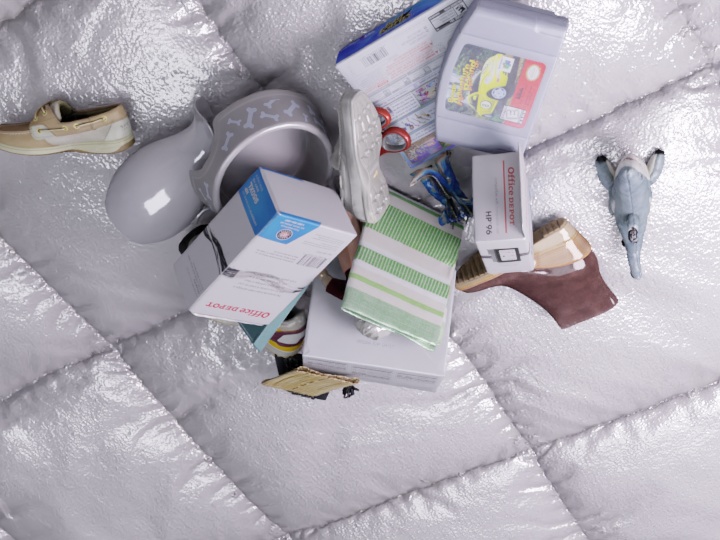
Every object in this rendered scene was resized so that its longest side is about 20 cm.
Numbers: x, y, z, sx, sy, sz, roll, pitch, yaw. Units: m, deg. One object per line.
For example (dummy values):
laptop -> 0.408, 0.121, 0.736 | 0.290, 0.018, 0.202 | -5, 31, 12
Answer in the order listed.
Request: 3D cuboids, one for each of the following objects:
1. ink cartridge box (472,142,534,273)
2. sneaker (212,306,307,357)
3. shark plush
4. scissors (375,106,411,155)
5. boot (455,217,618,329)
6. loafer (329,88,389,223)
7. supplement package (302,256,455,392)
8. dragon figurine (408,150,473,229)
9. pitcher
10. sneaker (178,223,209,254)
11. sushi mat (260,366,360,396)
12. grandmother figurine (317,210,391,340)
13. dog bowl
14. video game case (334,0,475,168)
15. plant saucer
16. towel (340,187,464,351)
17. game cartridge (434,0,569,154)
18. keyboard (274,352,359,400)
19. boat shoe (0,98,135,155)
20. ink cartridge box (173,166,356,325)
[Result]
ink cartridge box -> 0.183, -0.077, 1.473 | 0.067, 0.118, 0.200 | -4, 165, 11
sneaker -> -0.162, 0.042, 1.671 | 0.198, 0.075, 0.091 | 27, 135, 13
shark plush -> 0.354, -0.073, 1.535 | 0.090, 0.084, 0.202 | 4, 128, 3
scissors -> 0.001, -0.152, 1.534 | 0.073, 0.014, 0.200 | 34, 146, -11
boot -> 0.250, 0.028, 1.634 | 0.198, 0.073, 0.167 | -25, 119, 20
loafer -> -0.010, -0.146, 1.475 | 0.069, 0.070, 0.202 | 17, 136, 25
supplement package -> 0.025, 0.073, 1.626 | 0.197, 0.158, 0.111 | 8, 162, 0
dragon figurine -> 0.116, -0.099, 1.507 | 0.058, 0.200, 0.100 | -31, 90, 11
pitcher -> -0.234, -0.114, 1.562 | 0.199, 0.122, 0.171 | -38, 122, 17
sneaker -> -0.160, -0.050, 1.635 | 0.197, 0.106, 0.076 | -9, 102, -20
sushi mat -> -0.076, 0.163, 1.680 | 0.095, 0.012, 0.200 | 15, 164, -17
grandmother figurine -> 0.000, 0.000, 1.559 | 0.120, 0.202, 0.061 | -15, 159, 1
dog bowl -> -0.122, -0.136, 1.499 | 0.198, 0.059, 0.201 | -21, 141, -19
video game case -> 0.099, -0.248, 1.454 | 0.198, 0.046, 0.182 | -26, 120, 24
plant saucer -> -0.106, 0.015, 1.578 | 0.019, 0.070, 0.201 | 13, 120, -49
towel -> 0.060, -0.006, 1.552 | 0.151, 0.202, 0.023 | 25, 150, -17
game cartridge -> 0.163, -0.234, 1.407 | 0.131, 0.041, 0.202 | 15, 129, 0
keyboard -> -0.065, 0.167, 1.756 | 0.125, 0.021, 0.200 | 6, 159, 3
boat shoe -> -0.403, -0.197, 1.547 | 0.197, 0.074, 0.067 | -1, 116, 6
ink cartridge box -> -0.127, -0.026, 1.492 | 0.144, 0.085, 0.200 | 14, 131, -46
